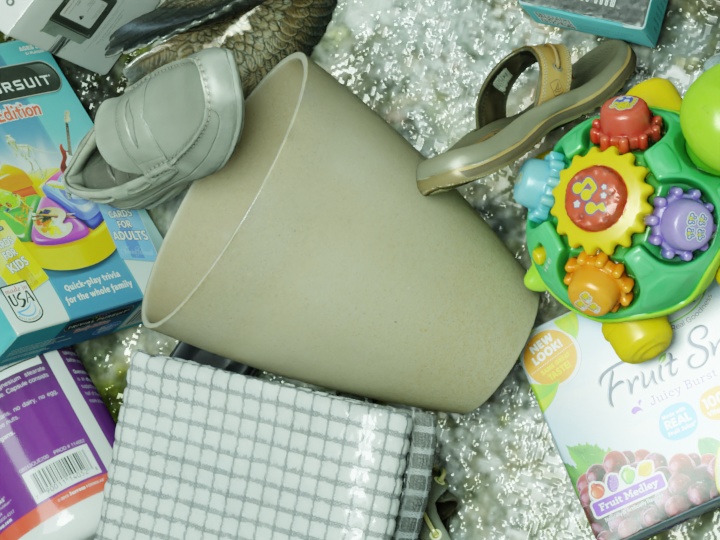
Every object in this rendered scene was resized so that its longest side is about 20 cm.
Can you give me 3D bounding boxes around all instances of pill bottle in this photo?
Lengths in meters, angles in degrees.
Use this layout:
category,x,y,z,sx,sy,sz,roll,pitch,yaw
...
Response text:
category,x,y,z,sx,sy,sz,roll,pitch,yaw
pill bottle,-0.221,0.095,1.798,0.112,0.112,0.200,-34,76,11

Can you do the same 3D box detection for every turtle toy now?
category,x,y,z,sx,sy,sz,roll,pitch,yaw
turtle toy,0.172,-0.048,1.643,0.200,0.101,0.146,-36,66,18

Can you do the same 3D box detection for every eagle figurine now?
category,x,y,z,sx,sy,sz,roll,pitch,yaw
eagle figurine,-0.071,-0.184,1.769,0.151,0.152,0.200,0,64,52

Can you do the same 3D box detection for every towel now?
category,x,y,z,sx,sy,sz,roll,pitch,yaw
towel,-0.057,0.146,1.696,0.200,0.086,0.166,11,91,30

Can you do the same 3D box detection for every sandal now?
category,x,y,z,sx,sy,sz,roll,pitch,yaw
sandal,0.096,-0.103,1.683,0.080,0.200,0.054,-24,97,47

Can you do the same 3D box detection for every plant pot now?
category,x,y,z,sx,sy,sz,roll,pitch,yaw
plant pot,0.000,0.000,1.704,0.200,0.187,0.188,30,94,-15

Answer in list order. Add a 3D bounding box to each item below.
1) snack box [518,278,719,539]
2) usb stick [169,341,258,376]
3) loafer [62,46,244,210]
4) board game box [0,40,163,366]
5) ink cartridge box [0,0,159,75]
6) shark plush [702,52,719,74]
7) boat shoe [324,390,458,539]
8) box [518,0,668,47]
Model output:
category,x,y,z,sx,sy,sz,roll,pitch,yaw
snack box,0.210,0.065,1.702,0.200,0.053,0.143,-26,76,13
usb stick,-0.052,-0.002,1.799,0.055,0.033,0.200,35,95,18
loafer,-0.126,-0.082,1.717,0.070,0.200,0.070,-6,73,-25
board game box,-0.219,-0.046,1.791,0.047,0.151,0.200,-43,72,40
ink cartridge box,-0.219,-0.197,1.781,0.116,0.200,0.068,40,96,17
shark plush,0.301,-0.084,1.673,0.200,0.083,0.091,29,93,17
boat shoe,0.034,0.155,1.735,0.060,0.072,0.202,-24,66,-1
box,0.166,-0.245,1.741,0.082,0.049,0.201,14,84,18
